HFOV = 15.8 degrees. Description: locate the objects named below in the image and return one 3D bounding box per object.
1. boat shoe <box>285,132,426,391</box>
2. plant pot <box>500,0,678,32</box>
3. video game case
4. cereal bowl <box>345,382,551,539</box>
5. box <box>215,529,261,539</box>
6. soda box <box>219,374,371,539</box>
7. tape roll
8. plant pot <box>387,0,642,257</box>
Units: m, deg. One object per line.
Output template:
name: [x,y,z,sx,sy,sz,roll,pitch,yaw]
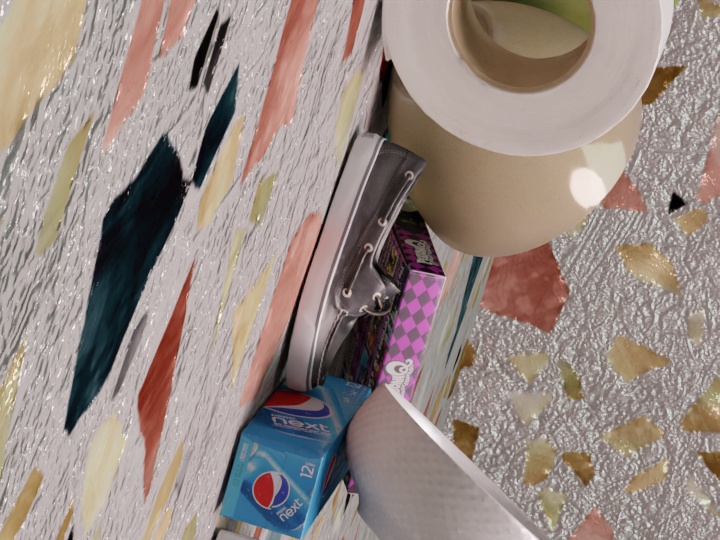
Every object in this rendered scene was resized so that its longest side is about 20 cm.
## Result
boat shoe: [0.000,0.000,1.932,0.070,0.066,0.201,15,93,-83]
plant pot: [0.175,-0.267,2.118,0.200,0.189,0.201,18,90,-84]
video game case: [0.015,0.051,2.082,0.181,0.036,0.201,-108,-150,-64]
cereal bowl: [0.060,0.179,1.903,0.083,0.200,0.200,-47,174,1]
box: [-0.023,0.287,1.951,0.199,0.199,0.131,65,42,-81]
soda box: [-0.045,0.132,1.925,0.200,0.064,0.068,-51,156,-74]
tape roll: [0.118,-0.185,1.828,0.071,0.202,0.203,-59,166,-63]
plant pot: [0.098,-0.130,2.000,0.134,0.200,0.201,45,57,-42]
